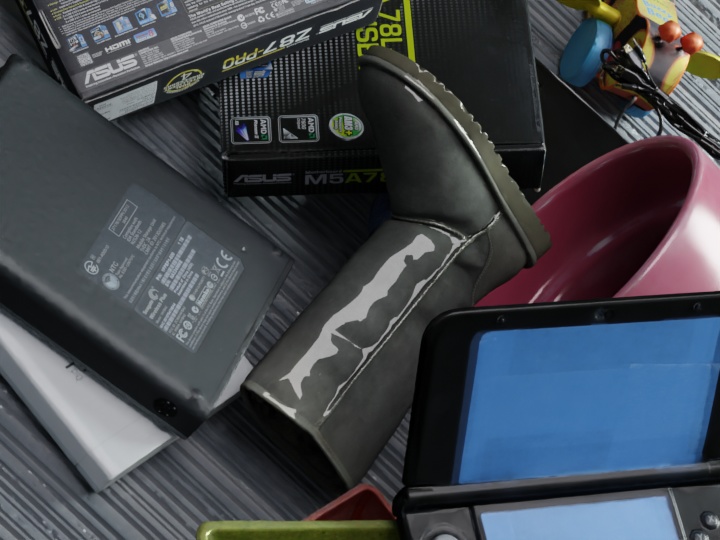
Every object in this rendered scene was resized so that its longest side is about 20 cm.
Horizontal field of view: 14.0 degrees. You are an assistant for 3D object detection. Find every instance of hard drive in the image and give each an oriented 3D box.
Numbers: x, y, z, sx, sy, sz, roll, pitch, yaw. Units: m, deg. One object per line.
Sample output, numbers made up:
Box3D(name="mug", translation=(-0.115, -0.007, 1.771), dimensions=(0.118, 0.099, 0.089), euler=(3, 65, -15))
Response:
Box3D(name="hard drive", translation=(-0.145, -0.016, 1.616), dimensions=(0.200, 0.033, 0.140), euler=(37, 46, -9))
Box3D(name="hard drive", translation=(-0.162, 0.014, 1.625), dimensions=(0.200, 0.027, 0.132), euler=(51, 45, 6))

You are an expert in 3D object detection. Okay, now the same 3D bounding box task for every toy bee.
Box3D(name="toy bee", translation=(0.191, -0.142, 1.926), dimensions=(0.131, 0.109, 0.200), euler=(8, 56, -33))

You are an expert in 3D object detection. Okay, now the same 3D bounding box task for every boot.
Box3D(name="boot", translation=(0.000, -0.001, 1.650), dimensions=(0.200, 0.073, 0.182), euler=(-43, 111, -14))

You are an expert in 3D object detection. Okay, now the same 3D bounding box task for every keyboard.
Box3D(name="keyboard", translation=(0.171, -0.064, 1.865), dimensions=(0.200, 0.127, 0.021), euler=(43, 5, -2))

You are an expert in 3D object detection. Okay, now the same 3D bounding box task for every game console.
Box3D(name="game console", translation=(0.129, 0.118, 1.549), dimensions=(0.199, 0.116, 0.176), euler=(-3, 61, -20))

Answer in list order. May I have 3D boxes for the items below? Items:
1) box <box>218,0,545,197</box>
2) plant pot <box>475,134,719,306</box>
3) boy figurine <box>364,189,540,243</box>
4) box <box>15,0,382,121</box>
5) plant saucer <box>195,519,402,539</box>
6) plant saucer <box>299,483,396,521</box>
Box3D(name="box", translation=(0.008, -0.136, 1.777), dimensions=(0.193, 0.048, 0.200), euler=(-3, 55, -1))
Box3D(name="plant pot", translation=(0.177, 0.051, 1.735), dimensions=(0.179, 0.200, 0.200), euler=(47, 43, -19))
Box3D(name="boy figurine", translation=(0.053, -0.078, 1.805), dimensions=(0.124, 0.064, 0.200), euler=(13, 54, 0))
Box3D(name="box", translation=(-0.108, -0.189, 1.736), dimensions=(0.200, 0.049, 0.161), euler=(-23, 73, -16))
Box3D(name="plant saucer", translation=(0.010, 0.230, 1.528), dimensions=(0.199, 0.048, 0.200), euler=(3, 58, -34))
Box3D(name="plant saucer", translation=(-0.008, 0.238, 1.569), dimensions=(0.200, 0.037, 0.200), euler=(-28, 78, -44))
